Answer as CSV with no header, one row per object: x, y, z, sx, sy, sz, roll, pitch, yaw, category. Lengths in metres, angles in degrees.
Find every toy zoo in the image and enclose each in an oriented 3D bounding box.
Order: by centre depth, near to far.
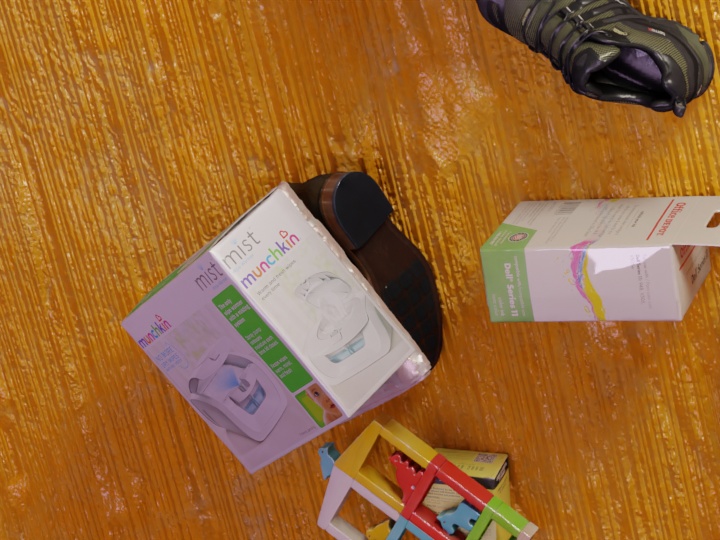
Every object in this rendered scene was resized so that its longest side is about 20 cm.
0.044,0.213,1.839,0.199,0.020,0.132,36,123,12,toy zoo

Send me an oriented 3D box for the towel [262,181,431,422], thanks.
-0.047,0.038,1.811,0.200,0.032,0.191,50,146,-3,towel

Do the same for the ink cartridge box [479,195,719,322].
0.208,-0.009,1.681,0.198,0.117,0.068,-1,111,23,ink cartridge box

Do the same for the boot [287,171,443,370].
0.000,0.000,1.815,0.097,0.075,0.201,5,127,49,boot

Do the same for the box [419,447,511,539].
0.098,0.260,1.874,0.075,0.050,0.202,2,111,22,box

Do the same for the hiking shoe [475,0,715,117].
0.175,-0.182,1.635,0.199,0.101,0.076,24,117,12,hiking shoe

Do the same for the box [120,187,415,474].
-0.079,0.052,1.749,0.177,0.097,0.200,49,147,-5,box
